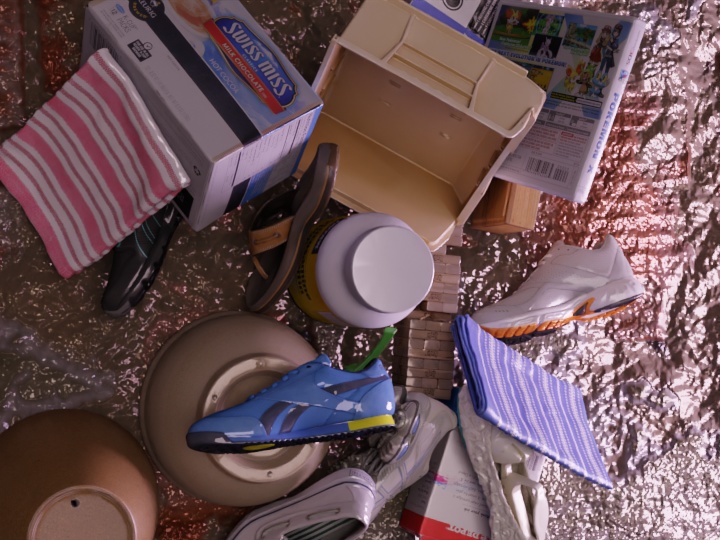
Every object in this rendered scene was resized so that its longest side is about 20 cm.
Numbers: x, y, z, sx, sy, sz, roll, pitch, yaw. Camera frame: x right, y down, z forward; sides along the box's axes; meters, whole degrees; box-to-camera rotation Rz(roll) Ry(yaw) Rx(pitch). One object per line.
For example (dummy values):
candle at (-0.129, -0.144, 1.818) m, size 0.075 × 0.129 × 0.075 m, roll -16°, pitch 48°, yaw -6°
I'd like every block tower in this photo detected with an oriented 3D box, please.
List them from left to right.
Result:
block tower at (0.070, 0.042, 1.355) m, size 0.058 × 0.054 × 0.200 m, roll 6°, pitch 88°, yaw -16°

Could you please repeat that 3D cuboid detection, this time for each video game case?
video game case at (0.181, -0.176, 1.288) m, size 0.022 × 0.200 × 0.182 m, roll 15°, pitch 96°, yaw -37°

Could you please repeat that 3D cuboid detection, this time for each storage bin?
storage bin at (0.047, -0.140, 1.248) m, size 0.198 × 0.200 × 0.094 m, roll 29°, pitch 53°, yaw -1°

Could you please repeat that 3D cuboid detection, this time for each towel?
towel at (-0.257, -0.094, 1.193) m, size 0.146 × 0.200 × 0.030 m, roll 56°, pitch 36°, yaw -1°
towel at (0.178, 0.134, 1.321) m, size 0.200 × 0.145 × 0.024 m, roll 31°, pitch 118°, yaw -30°

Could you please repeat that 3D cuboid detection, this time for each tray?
tray at (0.167, -0.142, 1.364) m, size 0.037 × 0.099 × 0.200 m, roll 12°, pitch 86°, yaw -17°

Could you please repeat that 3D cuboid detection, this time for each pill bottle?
pill bottle at (0.000, 0.000, 1.257) m, size 0.112 × 0.200 × 0.112 m, roll 0°, pitch 89°, yaw -18°

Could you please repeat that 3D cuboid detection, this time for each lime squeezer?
lime squeezer at (0.014, 0.135, 1.334) m, size 0.071 × 0.038 × 0.200 m, roll 2°, pitch 122°, yaw 13°

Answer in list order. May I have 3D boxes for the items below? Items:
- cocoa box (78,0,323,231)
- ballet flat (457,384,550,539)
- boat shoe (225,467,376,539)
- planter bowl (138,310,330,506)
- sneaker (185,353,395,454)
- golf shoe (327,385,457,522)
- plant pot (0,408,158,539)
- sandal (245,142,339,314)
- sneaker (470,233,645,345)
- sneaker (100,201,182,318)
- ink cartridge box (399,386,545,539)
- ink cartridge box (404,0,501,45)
cocoa box at (-0.154, -0.168, 1.207) m, size 0.131 × 0.133 × 0.200 m, roll -33°, pitch 76°, yaw -27°
ballet flat at (0.156, 0.206, 1.300) m, size 0.072 × 0.072 × 0.200 m, roll -17°, pitch 96°, yaw -17°
boat shoe at (-0.069, 0.264, 1.249) m, size 0.074 × 0.067 × 0.200 m, roll 39°, pitch 117°, yaw -20°
planter bowl at (-0.109, 0.139, 1.256) m, size 0.200 × 0.135 × 0.200 m, roll 0°, pitch 88°, yaw -17°
sneaker at (-0.065, 0.122, 1.171) m, size 0.200 × 0.066 × 0.079 m, roll -7°, pitch 78°, yaw -20°
golf shoe at (0.029, 0.211, 1.306) m, size 0.097 × 0.078 × 0.200 m, roll 15°, pitch 119°, yaw -37°
plant pot at (-0.263, 0.227, 1.174) m, size 0.186 × 0.200 × 0.187 m, roll 1°, pitch 88°, yaw -18°
sandal at (-0.078, -0.046, 1.261) m, size 0.055 × 0.082 × 0.200 m, roll 17°, pitch 128°, yaw -16°
sneaker at (0.204, 0.019, 1.397) m, size 0.200 × 0.076 × 0.092 m, roll -15°, pitch 74°, yaw -15°
sneaker at (-0.218, -0.049, 1.266) m, size 0.079 × 0.075 × 0.200 m, roll 24°, pitch 73°, yaw -6°
ink cartridge box at (0.118, 0.235, 1.359) m, size 0.116 × 0.067 × 0.200 m, roll 21°, pitch 83°, yaw -16°
ink cartridge box at (0.095, -0.275, 1.373) m, size 0.094 × 0.044 × 0.200 m, roll 31°, pitch 81°, yaw -13°
